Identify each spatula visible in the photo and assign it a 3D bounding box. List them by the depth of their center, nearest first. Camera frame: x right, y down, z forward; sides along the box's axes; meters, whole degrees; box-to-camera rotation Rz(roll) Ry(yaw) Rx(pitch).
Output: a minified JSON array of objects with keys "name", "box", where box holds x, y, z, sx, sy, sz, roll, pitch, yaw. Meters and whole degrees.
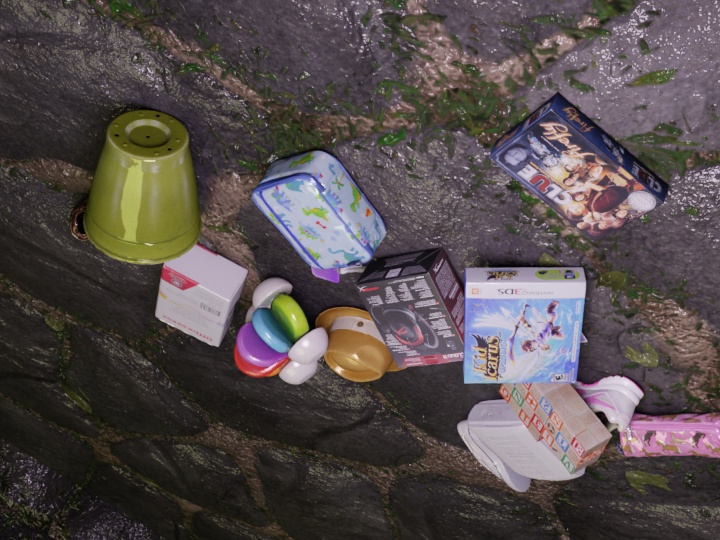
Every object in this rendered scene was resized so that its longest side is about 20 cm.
[{"name":"spatula","box":[0.000,0.000,1.662,0.198,0.021,0.057,6,125,21]}]

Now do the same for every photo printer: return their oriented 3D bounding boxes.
[{"name":"photo printer","box":[0.321,0.325,1.821,0.200,0.070,0.166,44,149,-23]}]

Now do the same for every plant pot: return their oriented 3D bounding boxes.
[{"name":"plant pot","box":[-0.351,-0.150,1.580,0.199,0.201,0.194,23,133,6]}]

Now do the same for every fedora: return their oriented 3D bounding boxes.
[{"name":"fedora","box":[-0.004,0.153,1.811,0.199,0.082,0.201,18,145,13]}]

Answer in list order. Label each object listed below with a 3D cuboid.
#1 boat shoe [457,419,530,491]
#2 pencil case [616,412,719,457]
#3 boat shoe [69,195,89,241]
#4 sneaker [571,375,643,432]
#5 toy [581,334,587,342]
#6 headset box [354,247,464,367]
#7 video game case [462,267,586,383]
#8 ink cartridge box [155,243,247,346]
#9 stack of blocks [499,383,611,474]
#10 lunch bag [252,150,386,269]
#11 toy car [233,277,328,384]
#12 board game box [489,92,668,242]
[{"name":"boat shoe","box":[0.265,0.368,1.924,0.200,0.072,0.065,46,146,-24]},{"name":"pencil case","box":[0.531,0.274,1.613,0.199,0.086,0.083,-6,103,38]},{"name":"boat shoe","box":[-0.522,-0.098,1.847,0.070,0.071,0.200,35,146,-14]},{"name":"sneaker","box":[0.386,0.242,1.659,0.081,0.089,0.199,41,145,-20]},{"name":"toy","box":[0.261,0.099,1.595,0.199,0.047,0.115,-12,129,42]},{"name":"headset box","box":[0.102,0.074,1.602,0.148,0.075,0.201,-11,119,35]},{"name":"video game case","box":[0.250,0.088,1.497,0.180,0.046,0.201,0,124,5]},{"name":"ink cartridge box","box":[-0.312,0.045,1.877,0.147,0.086,0.200,27,147,-1]},{"name":"stack of blocks","box":[0.325,0.240,1.628,0.200,0.058,0.116,54,155,30]},{"name":"lunch bag","box":[-0.067,-0.090,1.543,0.160,0.083,0.200,-6,133,43]},{"name":"toy car","box":[-0.165,0.127,1.791,0.175,0.149,0.200,53,149,16]},{"name":"board game box","box":[0.289,-0.132,1.286,0.199,0.035,0.135,36,145,-13]}]
